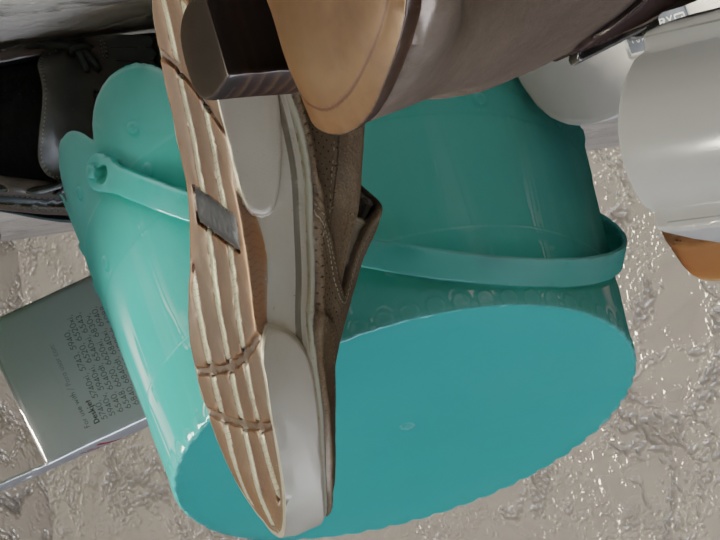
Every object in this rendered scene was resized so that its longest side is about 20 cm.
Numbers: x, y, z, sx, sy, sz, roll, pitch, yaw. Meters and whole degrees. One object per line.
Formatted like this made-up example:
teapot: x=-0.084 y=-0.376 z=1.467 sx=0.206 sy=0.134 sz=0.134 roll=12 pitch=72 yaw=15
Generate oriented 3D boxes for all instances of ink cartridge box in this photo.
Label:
ink cartridge box: x=-0.088 y=0.028 z=1.270 sx=0.199 sy=0.068 sz=0.116 roll=-25 pitch=177 yaw=3

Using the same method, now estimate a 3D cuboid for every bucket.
bucket: x=0.000 y=0.000 z=1.084 sx=0.206 sy=0.136 sz=0.208 roll=-14 pitch=153 yaw=-7

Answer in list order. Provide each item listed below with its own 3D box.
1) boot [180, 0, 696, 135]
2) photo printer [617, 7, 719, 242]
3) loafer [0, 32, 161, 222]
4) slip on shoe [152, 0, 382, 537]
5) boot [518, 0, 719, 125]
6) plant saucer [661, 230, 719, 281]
boot: x=0.039 y=-0.083 z=0.775 sx=0.145 sy=0.071 sz=0.200 roll=-14 pitch=-177 yaw=-19
photo printer: x=0.188 y=-0.047 z=0.773 sx=0.165 sy=0.070 sz=0.200 roll=-2 pitch=178 yaw=-28
loafer: x=-0.130 y=-0.054 z=1.136 sx=0.198 sy=0.072 sz=0.063 roll=-6 pitch=174 yaw=9
slip on shoe: x=-0.021 y=-0.009 z=0.936 sx=0.060 sy=0.201 sz=0.076 roll=-17 pitch=-156 yaw=-21
boot: x=0.142 y=-0.097 z=0.981 sx=0.090 sy=0.073 sz=0.199 roll=-23 pitch=-168 yaw=-34
plant saucer: x=0.182 y=-0.072 z=1.000 sx=0.200 sy=0.032 sz=0.200 roll=-38 pitch=-170 yaw=8
